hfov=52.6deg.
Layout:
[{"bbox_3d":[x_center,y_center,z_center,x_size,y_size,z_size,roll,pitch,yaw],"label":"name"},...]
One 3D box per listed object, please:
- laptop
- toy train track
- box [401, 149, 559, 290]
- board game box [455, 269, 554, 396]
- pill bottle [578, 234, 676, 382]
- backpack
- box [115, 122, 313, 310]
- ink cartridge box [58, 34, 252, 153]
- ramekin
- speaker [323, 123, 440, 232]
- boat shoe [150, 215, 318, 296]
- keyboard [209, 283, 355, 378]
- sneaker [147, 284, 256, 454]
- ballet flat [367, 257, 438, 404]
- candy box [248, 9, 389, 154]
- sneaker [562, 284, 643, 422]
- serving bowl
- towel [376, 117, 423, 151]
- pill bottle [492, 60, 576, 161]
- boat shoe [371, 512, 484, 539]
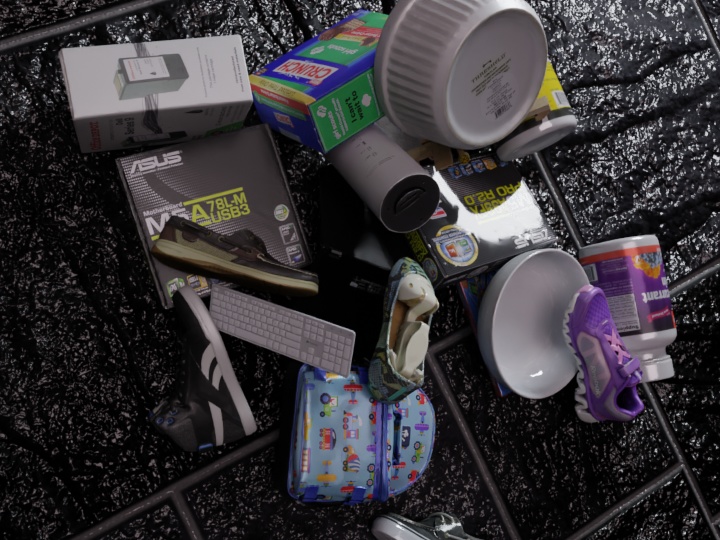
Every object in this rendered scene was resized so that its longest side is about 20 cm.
[{"bbox_3d":[0.000,0.000,0.961,0.187,0.116,0.200,19,105,-29],"label":"laptop"},{"bbox_3d":[0.148,-0.169,0.939,0.200,0.115,0.033,-20,129,18],"label":"toy train track"},{"bbox_3d":[0.148,-0.075,0.986,0.200,0.044,0.160,-16,69,-27],"label":"box"},{"bbox_3d":[0.204,0.066,1.033,0.103,0.019,0.200,-19,88,-21],"label":"board game box"},{"bbox_3d":[0.386,0.057,1.042,0.111,0.111,0.200,-8,85,-18],"label":"pill bottle"},{"bbox_3d":[0.005,0.200,0.892,0.200,0.135,0.183,10,79,-17],"label":"backpack"},{"bbox_3d":[-0.182,-0.070,0.918,0.200,0.048,0.193,-17,91,-19],"label":"box"},{"bbox_3d":[-0.243,-0.207,0.868,0.200,0.146,0.084,-11,87,-18],"label":"ink cartridge box"},{"bbox_3d":[0.125,-0.238,0.849,0.200,0.105,0.200,-22,130,-28],"label":"ramekin"},{"bbox_3d":[0.018,-0.130,0.909,0.081,0.200,0.081,-16,130,-20],"label":"speaker"},{"bbox_3d":[-0.141,-0.018,0.850,0.200,0.073,0.065,15,77,-2],"label":"boat shoe"},{"bbox_3d":[-0.096,0.068,0.846,0.200,0.011,0.056,17,103,25],"label":"keyboard"},{"bbox_3d":[-0.206,0.127,0.852,0.112,0.073,0.200,-25,104,-17],"label":"sneaker"},{"bbox_3d":[0.061,0.062,0.854,0.074,0.074,0.200,20,57,-14],"label":"ballet flat"},{"bbox_3d":[-0.021,-0.245,0.923,0.200,0.169,0.077,-37,130,-17],"label":"candy box"},{"bbox_3d":[0.331,0.116,0.968,0.080,0.088,0.200,-22,106,-31],"label":"sneaker"},{"bbox_3d":[0.226,0.067,0.981,0.200,0.066,0.200,-5,98,-34],"label":"serving bowl"},{"bbox_3d":[0.102,-0.234,1.037,0.200,0.034,0.133,-17,87,-19],"label":"towel"},{"bbox_3d":[0.203,-0.262,0.994,0.114,0.114,0.200,-20,83,-19],"label":"pill bottle"},{"bbox_3d":[0.103,0.348,0.942,0.200,0.072,0.071,32,65,-21],"label":"boat shoe"}]
